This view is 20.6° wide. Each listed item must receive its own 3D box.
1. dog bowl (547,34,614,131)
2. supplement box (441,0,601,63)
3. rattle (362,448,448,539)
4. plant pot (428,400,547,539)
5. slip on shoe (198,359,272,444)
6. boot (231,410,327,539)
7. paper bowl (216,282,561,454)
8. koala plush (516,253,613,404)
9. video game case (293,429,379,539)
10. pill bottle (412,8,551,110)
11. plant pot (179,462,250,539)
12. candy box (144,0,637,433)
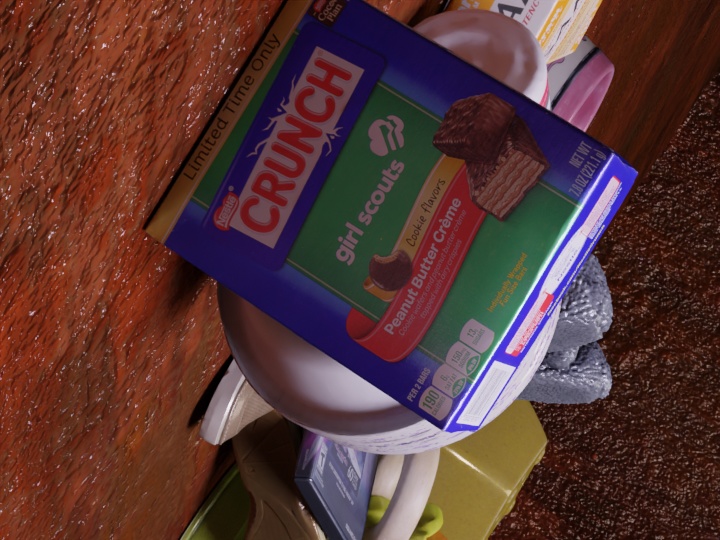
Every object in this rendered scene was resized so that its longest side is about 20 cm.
[{"bbox_3d":[0.167,-0.140,1.870,0.200,0.074,0.200,-55,170,-15],"label":"dog bowl"},{"bbox_3d":[0.138,-0.221,1.461,0.126,0.073,0.200,-62,169,20],"label":"supplement box"},{"bbox_3d":[0.081,0.166,1.661,0.130,0.142,0.201,6,109,-85],"label":"rattle"},{"bbox_3d":[0.082,0.195,2.132,0.196,0.200,0.195,-46,165,-53],"label":"plant pot"},{"bbox_3d":[-0.048,0.067,1.483,0.200,0.060,0.076,-47,166,-47],"label":"slip on shoe"},{"bbox_3d":[-0.042,0.170,1.642,0.155,0.072,0.201,-48,131,-59],"label":"boot"},{"bbox_3d":[0.010,0.000,1.150,0.201,0.200,0.104,-57,152,-1],"label":"paper bowl"},{"bbox_3d":[0.130,-0.005,1.744,0.178,0.183,0.201,80,12,-59],"label":"koala plush"},{"bbox_3d":[-0.008,0.113,1.602,0.143,0.019,0.201,65,33,-53],"label":"video game case"},{"bbox_3d":[0.082,-0.078,1.381,0.111,0.110,0.200,-53,152,-25],"label":"pill bottle"},{"bbox_3d":[-0.055,0.280,1.734,0.201,0.193,0.200,-55,170,-15],"label":"plant pot"},{"bbox_3d":[0.016,-0.037,1.049,0.169,0.200,0.077,-58,162,3],"label":"candy box"}]
